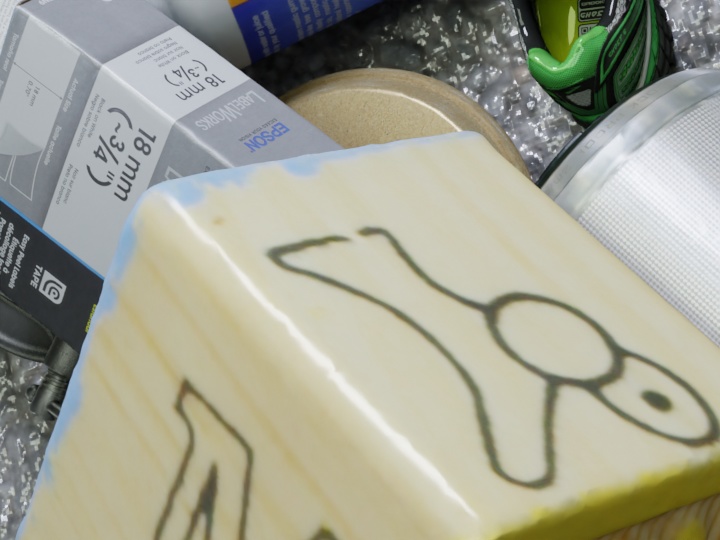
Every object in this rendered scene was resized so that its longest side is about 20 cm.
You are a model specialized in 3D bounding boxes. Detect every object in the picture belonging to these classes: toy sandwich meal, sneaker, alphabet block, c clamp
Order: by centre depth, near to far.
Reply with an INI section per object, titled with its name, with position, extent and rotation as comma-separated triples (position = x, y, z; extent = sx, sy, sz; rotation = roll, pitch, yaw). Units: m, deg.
[alphabet block]
position = 0.014, 0.087, 0.902
extent = 0.200, 0.195, 0.197
rotation = 45, 129, 31
[sneaker]
position = 0.103, -0.170, 1.098
extent = 0.078, 0.085, 0.201
rotation = -14, 75, 22
[toy sandwich meal]
position = 0.000, 0.000, 1.130
extent = 0.204, 0.070, 0.207
rotation = -4, 80, 21
[c clamp]
position = -0.133, -0.021, 1.164
extent = 0.170, 0.027, 0.201
rotation = 22, 91, 39

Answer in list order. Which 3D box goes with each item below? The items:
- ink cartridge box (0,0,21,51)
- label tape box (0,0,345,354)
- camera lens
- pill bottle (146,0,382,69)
[ink cartridge box]
position = -0.199, -0.140, 1.258
extent = 0.199, 0.050, 0.162
rotation = 24, 92, 29
[label tape box]
position = -0.082, -0.019, 1.048
extent = 0.200, 0.063, 0.145
rotation = 36, 128, 15
[camera lens]
position = 0.167, 0.025, 0.992
extent = 0.200, 0.160, 0.160
rotation = 44, 100, 24
[pill bottle]
position = -0.048, -0.163, 1.120
extent = 0.199, 0.112, 0.112
rotation = -26, 70, -4
